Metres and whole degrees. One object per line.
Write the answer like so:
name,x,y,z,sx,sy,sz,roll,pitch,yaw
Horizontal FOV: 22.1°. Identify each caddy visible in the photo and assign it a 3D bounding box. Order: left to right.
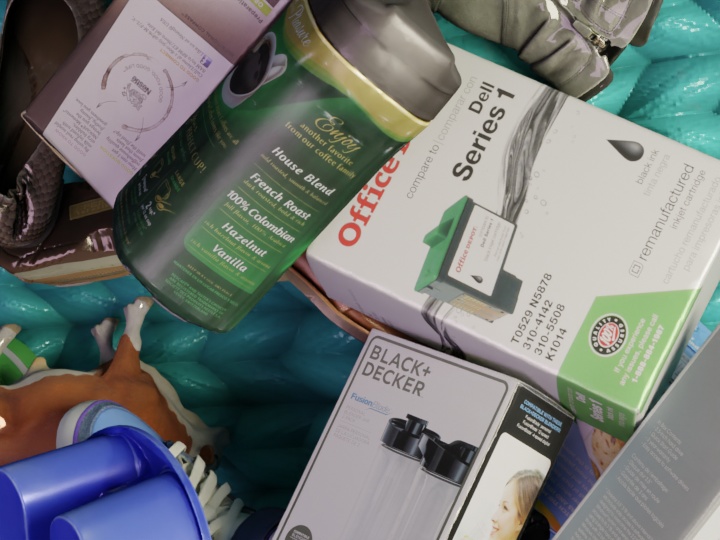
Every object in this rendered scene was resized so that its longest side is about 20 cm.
caddy,-0.145,0.187,1.038,0.141,0.105,0.201,27,116,44

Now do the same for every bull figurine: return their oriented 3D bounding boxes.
bull figurine,-0.180,0.084,1.188,0.065,0.199,0.122,126,141,-61

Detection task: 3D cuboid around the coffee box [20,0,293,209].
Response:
coffee box,-0.083,-0.136,1.034,0.080,0.113,0.200,45,110,6

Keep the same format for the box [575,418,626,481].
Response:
box,0.174,0.160,1.045,0.041,0.039,0.201,-12,105,29

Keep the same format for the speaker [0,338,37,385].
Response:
speaker,-0.294,0.119,1.209,0.088,0.200,0.089,20,128,29

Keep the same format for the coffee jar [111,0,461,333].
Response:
coffee jar,-0.037,-0.068,0.954,0.085,0.104,0.200,37,108,-24

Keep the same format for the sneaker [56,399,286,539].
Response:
sneaker,-0.079,0.148,1.093,0.146,0.081,0.200,-23,101,40

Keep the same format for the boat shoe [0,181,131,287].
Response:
boat shoe,-0.127,-0.029,1.155,0.199,0.076,0.072,-7,66,14

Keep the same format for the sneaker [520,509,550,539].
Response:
sneaker,0.033,0.166,1.055,0.200,0.060,0.104,-50,52,-3

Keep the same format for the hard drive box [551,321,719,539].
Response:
hard drive box,0.193,0.149,0.952,0.156,0.077,0.200,32,100,-34

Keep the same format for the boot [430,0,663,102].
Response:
boot,0.116,-0.191,0.972,0.130,0.068,0.200,30,126,6

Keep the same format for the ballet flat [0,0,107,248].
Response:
ballet flat,-0.199,-0.113,1.120,0.067,0.046,0.201,8,84,21

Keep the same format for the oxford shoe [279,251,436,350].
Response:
oxford shoe,0.000,0.000,1.083,0.200,0.071,0.071,36,91,-17

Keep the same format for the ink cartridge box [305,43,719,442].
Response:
ink cartridge box,0.090,-0.018,0.995,0.200,0.084,0.146,25,79,15

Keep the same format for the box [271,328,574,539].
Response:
box,0.018,0.142,0.992,0.116,0.060,0.200,19,80,45

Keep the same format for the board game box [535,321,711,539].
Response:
board game box,0.158,0.121,1.083,0.151,0.037,0.200,43,122,6
